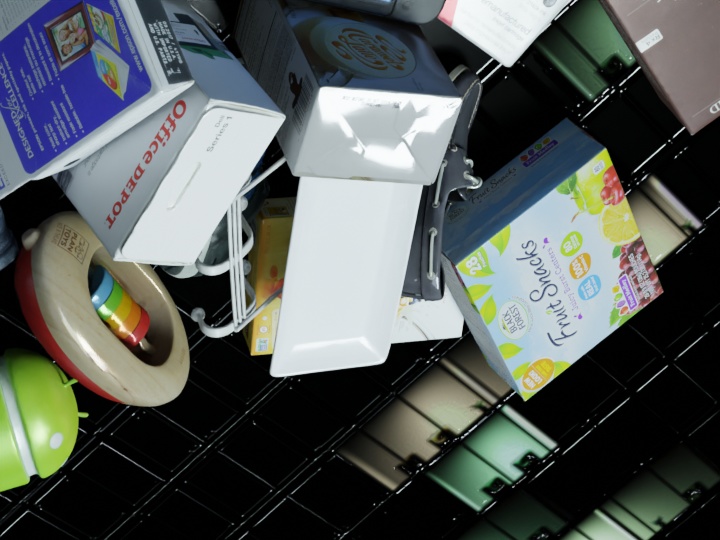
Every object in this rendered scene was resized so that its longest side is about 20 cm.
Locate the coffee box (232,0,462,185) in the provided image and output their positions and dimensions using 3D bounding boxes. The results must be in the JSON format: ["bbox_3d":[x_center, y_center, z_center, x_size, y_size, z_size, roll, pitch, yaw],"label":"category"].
[{"bbox_3d":[-0.014,-0.154,1.380,0.114,0.200,0.080,4,125,-22],"label":"coffee box"}]

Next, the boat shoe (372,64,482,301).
[{"bbox_3d":[0.072,-0.069,1.513,0.073,0.062,0.201,34,75,-71],"label":"boat shoe"}]

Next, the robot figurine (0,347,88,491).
[{"bbox_3d":[-0.328,0.133,1.537,0.199,0.116,0.176,-16,156,-10],"label":"robot figurine"}]

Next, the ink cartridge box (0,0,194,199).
[{"bbox_3d":[-0.224,-0.176,1.283,0.200,0.199,0.043,-27,174,38],"label":"ink cartridge box"}]

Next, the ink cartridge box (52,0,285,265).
[{"bbox_3d":[-0.165,-0.120,1.342,0.084,0.200,0.146,5,127,-49],"label":"ink cartridge box"}]

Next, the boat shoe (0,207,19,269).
[{"bbox_3d":[-0.371,-0.005,1.446,0.199,0.071,0.091,-25,126,-3],"label":"boat shoe"}]

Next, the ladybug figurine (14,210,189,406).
[{"bbox_3d":[-0.218,0.035,1.503,0.072,0.136,0.200,-19,127,27],"label":"ladybug figurine"}]

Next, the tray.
[{"bbox_3d":[-0.014,-0.005,1.457,0.107,0.022,0.201,-7,127,-25],"label":"tray"}]

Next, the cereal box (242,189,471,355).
[{"bbox_3d":[0.000,0.000,1.604,0.199,0.040,0.145,-5,124,-16],"label":"cereal box"}]

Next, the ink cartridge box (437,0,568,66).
[{"bbox_3d":[0.120,-0.281,1.409,0.144,0.084,0.200,30,111,-33],"label":"ink cartridge box"}]

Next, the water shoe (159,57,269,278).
[{"bbox_3d":[-0.110,-0.087,1.497,0.079,0.071,0.201,-7,131,-51],"label":"water shoe"}]

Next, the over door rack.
[{"bbox_3d":[-0.059,-0.052,1.460,0.200,0.067,0.148,-31,141,-30],"label":"over door rack"}]

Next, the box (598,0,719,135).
[{"bbox_3d":[0.260,-0.218,1.515,0.100,0.075,0.200,-36,131,8],"label":"box"}]

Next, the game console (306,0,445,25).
[{"bbox_3d":[0.002,-0.243,1.273,0.199,0.119,0.171,9,121,-20],"label":"game console"}]

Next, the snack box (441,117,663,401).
[{"bbox_3d":[0.163,-0.007,1.612,0.168,0.068,0.200,-37,134,-8],"label":"snack box"}]
